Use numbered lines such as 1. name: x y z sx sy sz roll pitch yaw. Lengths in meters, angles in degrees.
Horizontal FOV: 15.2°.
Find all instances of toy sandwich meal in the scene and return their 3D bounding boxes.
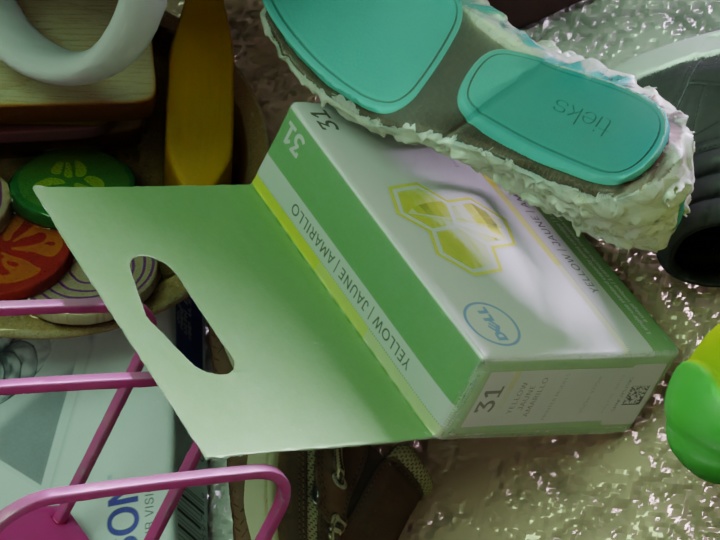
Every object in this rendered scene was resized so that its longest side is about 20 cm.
1. toy sandwich meal: -0.126 -0.065 1.079 0.204 0.070 0.206 3 52 -3

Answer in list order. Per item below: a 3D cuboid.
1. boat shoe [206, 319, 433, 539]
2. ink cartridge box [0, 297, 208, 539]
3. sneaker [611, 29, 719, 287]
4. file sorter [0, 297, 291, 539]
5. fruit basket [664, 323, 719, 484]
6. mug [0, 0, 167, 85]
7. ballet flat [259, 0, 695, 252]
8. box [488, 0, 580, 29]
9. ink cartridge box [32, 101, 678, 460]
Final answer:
1. boat shoe: -0.010 0.084 1.008 0.074 0.075 0.203 -10 63 1
2. ink cartridge box: -0.158 0.080 1.094 0.199 0.041 0.201 -14 58 16
3. sneaker: 0.186 -0.054 1.003 0.199 0.071 0.100 -21 57 19
4. file sorter: -0.088 0.115 0.908 0.200 0.138 0.126 49 124 34
5. fruit basket: 0.205 0.031 0.892 0.214 0.156 0.217 1 59 -2
6. mug: -0.113 -0.169 1.006 0.175 0.147 0.201 16 111 40
7. ballet flat: 0.041 -0.061 1.003 0.200 0.072 0.072 34 80 31
8. box: 0.073 -0.223 1.085 0.199 0.166 0.165 -22 57 10
9. ink cartridge box: 0.000 0.000 0.983 0.146 0.199 0.048 53 127 35
